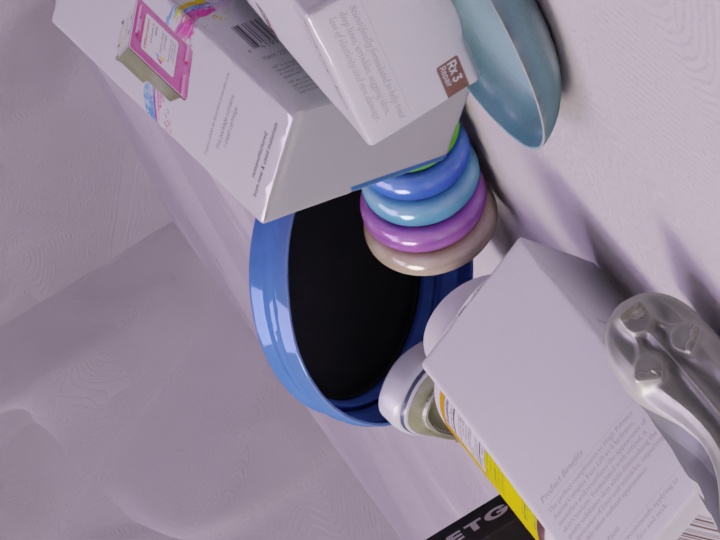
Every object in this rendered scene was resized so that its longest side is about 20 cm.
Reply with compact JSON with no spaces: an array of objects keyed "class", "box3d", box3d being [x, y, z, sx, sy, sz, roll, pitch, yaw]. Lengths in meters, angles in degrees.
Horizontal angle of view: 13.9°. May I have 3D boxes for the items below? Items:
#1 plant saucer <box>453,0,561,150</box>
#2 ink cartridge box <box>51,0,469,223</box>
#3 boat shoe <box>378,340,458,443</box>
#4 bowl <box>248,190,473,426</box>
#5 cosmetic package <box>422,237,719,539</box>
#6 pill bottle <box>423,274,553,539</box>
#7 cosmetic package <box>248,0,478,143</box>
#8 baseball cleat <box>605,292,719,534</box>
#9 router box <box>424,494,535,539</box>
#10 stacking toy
[{"class":"plant saucer","box3d":[0.049,-0.153,1.506,0.200,0.027,0.200,58,174,10]},{"class":"ink cartridge box","box3d":[-0.055,-0.133,1.647,0.200,0.144,0.085,45,135,28]},{"class":"boat shoe","box3d":[0.089,0.081,1.910,0.062,0.072,0.200,34,-162,32]},{"class":"bowl","box3d":[0.000,0.000,1.890,0.039,0.201,0.201,1,132,38]},{"class":"cosmetic package","box3d":[0.130,0.085,1.617,0.074,0.102,0.200,17,-151,-45]},{"class":"pill bottle","box3d":[0.116,0.088,1.763,0.200,0.109,0.109,52,171,45]},{"class":"cosmetic package","box3d":[-0.026,-0.165,1.511,0.200,0.074,0.102,54,173,45]},{"class":"baseball cleat","box3d":[0.197,0.095,1.463,0.200,0.070,0.106,60,-171,26]},{"class":"router box","box3d":[0.127,0.213,1.865,0.157,0.200,0.052,59,177,-17]},{"class":"stacking toy","box3d":[0.027,-0.087,1.777,0.085,0.085,0.200,53,167,38]}]
